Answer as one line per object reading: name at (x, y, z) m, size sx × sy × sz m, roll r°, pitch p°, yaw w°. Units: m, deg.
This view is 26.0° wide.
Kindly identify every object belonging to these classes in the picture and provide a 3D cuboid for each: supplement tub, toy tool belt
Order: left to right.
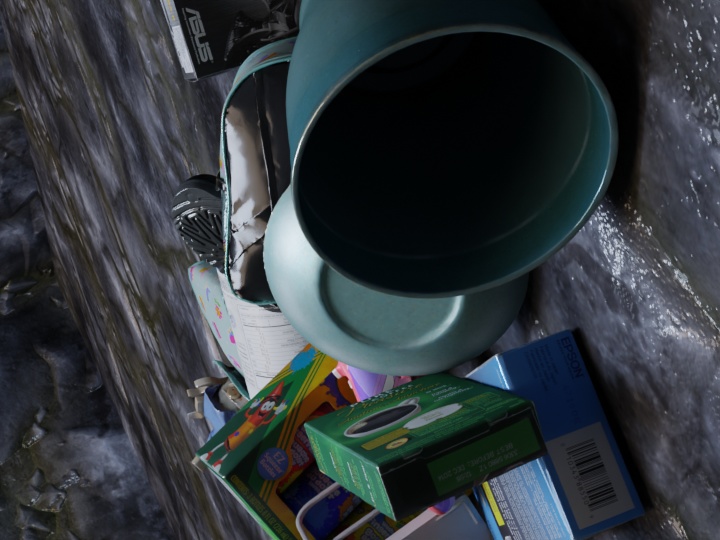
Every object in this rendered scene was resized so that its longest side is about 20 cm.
toy tool belt at (-0.176, 0.188, 2.085) m, size 0.125 × 0.123 × 0.200 m, roll 55°, pitch 157°, yaw 41°
supplement tub at (-0.068, 0.041, 1.575) m, size 0.132 × 0.132 × 0.201 m, roll 37°, pitch 144°, yaw 61°

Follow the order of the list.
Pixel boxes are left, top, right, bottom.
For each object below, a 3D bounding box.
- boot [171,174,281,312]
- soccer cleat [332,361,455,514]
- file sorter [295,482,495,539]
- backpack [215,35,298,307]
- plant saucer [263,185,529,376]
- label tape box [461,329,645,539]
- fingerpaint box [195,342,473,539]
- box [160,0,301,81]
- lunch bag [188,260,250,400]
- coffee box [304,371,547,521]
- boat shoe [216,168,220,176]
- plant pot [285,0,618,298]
boot at (-0.090, -0.089, 1.377) m, size 0.165 × 0.065 × 0.200 m, roll 54°, pitch -142°, yaw -41°
soccer cleat at (0.035, 0.107, 1.274) m, size 0.067 × 0.076 × 0.200 m, roll 36°, pitch -161°, yaw -49°
file sorter at (0.056, 0.268, 1.344) m, size 0.200 × 0.139 × 0.125 m, roll 57°, pitch 177°, yaw -29°
backpack at (-0.023, -0.087, 1.218) m, size 0.153 × 0.175 × 0.201 m, roll -77°, pitch -17°, yaw -61°
plant saucer at (0.024, 0.005, 1.149) m, size 0.039 × 0.200 × 0.202 m, roll -75°, pitch -21°, yaw -58°
label tape box at (0.130, 0.138, 1.184) m, size 0.200 × 0.066 × 0.144 m, roll 123°, pitch 126°, yaw -74°
fingerpaint box at (-0.019, 0.183, 1.405) m, size 0.200 × 0.167 × 0.073 m, roll 53°, pitch 166°, yaw -27°
box at (-0.095, -0.272, 1.270) m, size 0.048 × 0.158 × 0.201 m, roll -161°, pitch 54°, yaw -71°
lunch bag at (-0.101, 0.080, 1.742) m, size 0.170 × 0.122 × 0.201 m, roll 32°, pitch 143°, yaw 67°
coffee box at (0.042, 0.121, 1.123) m, size 0.044 × 0.123 × 0.200 m, roll 71°, pitch 164°, yaw -8°
boat shoe at (-0.093, -0.101, 1.520) m, size 0.068 × 0.075 × 0.200 m, roll 45°, pitch -150°, yaw -25°
plant pot at (0.041, -0.117, 0.993) m, size 0.188 × 0.199 × 0.200 m, roll -106°, pitch 8°, yaw -49°
